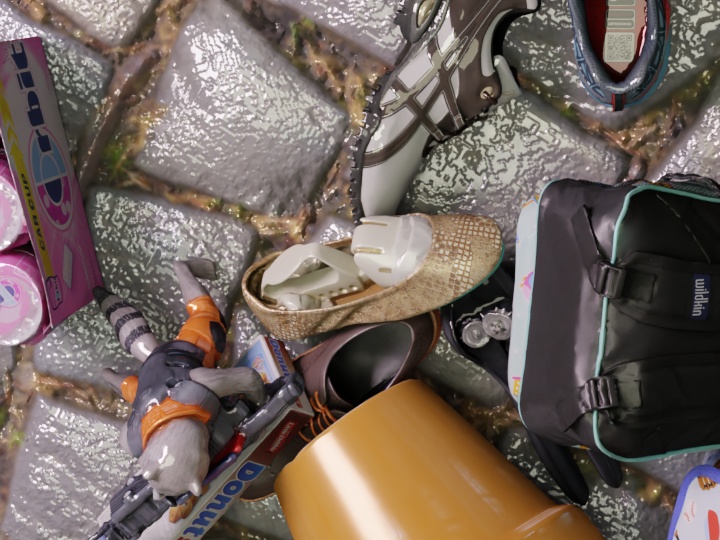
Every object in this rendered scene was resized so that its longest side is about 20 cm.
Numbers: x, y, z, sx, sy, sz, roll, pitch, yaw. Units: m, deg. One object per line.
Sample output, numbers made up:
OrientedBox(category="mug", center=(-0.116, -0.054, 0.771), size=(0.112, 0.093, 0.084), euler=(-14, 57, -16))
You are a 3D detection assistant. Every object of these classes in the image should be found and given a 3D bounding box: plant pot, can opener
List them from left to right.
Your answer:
OrientedBox(category="plant pot", center=(0.043, 0.181, 1.237), size=(0.200, 0.200, 0.184), euler=(-39, 75, 14))
OrientedBox(category="can opener", center=(0.118, 0.072, 1.256), size=(0.063, 0.079, 0.201), euler=(-32, 104, 20))

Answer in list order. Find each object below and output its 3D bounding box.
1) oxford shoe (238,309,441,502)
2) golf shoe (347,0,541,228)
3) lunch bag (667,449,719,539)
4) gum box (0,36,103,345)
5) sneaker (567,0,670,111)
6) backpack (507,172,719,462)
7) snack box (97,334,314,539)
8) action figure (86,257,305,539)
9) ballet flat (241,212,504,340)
OrientedBox(category="oxford shoe", center=(-0.030, 0.089, 1.283), size=(0.071, 0.073, 0.200), euler=(43, 104, 0))
OrientedBox(category="golf shoe", center=(0.054, -0.111, 1.231), size=(0.094, 0.078, 0.202), euler=(21, 104, 6))
OrientedBox(category="lunch bag", center=(0.250, 0.202, 1.185), size=(0.123, 0.200, 0.172), euler=(13, 103, 8))
OrientedBox(category="gum box", center=(-0.242, -0.052, 1.277), size=(0.065, 0.114, 0.202), euler=(-12, 98, 12))
OrientedBox(category="sneaker", center=(0.166, -0.202, 1.184), size=(0.078, 0.096, 0.202), euler=(-6, 99, 11))
OrientedBox(category="backpack", center=(0.195, 0.026, 1.181), size=(0.198, 0.153, 0.178), euler=(0, 96, -27))
OrientedBox(category="snack box", center=(-0.111, 0.138, 1.296), size=(0.024, 0.072, 0.200), euler=(22, 120, -40))
OrientedBox(category="action figure", center=(-0.143, 0.097, 1.243), size=(0.200, 0.194, 0.105), euler=(-44, 119, 8))
OrientedBox(category="ballet flat", center=(0.000, 0.000, 1.231), size=(0.199, 0.071, 0.065), euler=(-21, 140, 33))
